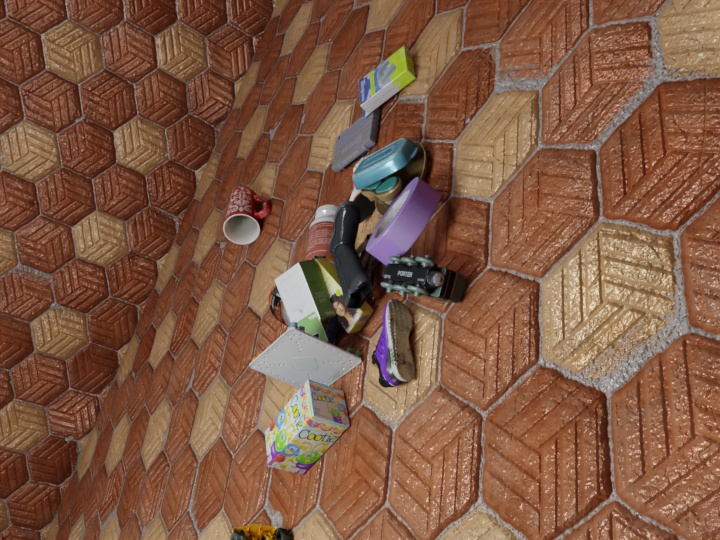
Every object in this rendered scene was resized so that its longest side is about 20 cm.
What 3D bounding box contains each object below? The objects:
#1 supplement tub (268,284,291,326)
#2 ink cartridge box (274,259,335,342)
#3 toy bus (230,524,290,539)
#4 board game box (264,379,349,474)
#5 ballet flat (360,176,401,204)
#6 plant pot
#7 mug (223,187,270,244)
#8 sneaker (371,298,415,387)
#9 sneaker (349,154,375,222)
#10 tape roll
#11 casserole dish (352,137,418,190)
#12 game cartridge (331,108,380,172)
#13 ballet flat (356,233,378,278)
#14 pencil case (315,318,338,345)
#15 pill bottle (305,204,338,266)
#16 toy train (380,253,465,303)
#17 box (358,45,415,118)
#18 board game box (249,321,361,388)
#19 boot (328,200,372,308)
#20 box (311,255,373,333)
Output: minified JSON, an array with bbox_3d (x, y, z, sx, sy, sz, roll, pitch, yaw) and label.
[{"bbox_3d":[-0.174,0.095,1.804,0.199,0.121,0.124,18,84,62],"label":"supplement tub"},{"bbox_3d":[-0.125,0.088,1.600,0.103,0.059,0.203,-31,76,40],"label":"ink cartridge box"},{"bbox_3d":[-0.217,0.685,1.463,0.199,0.134,0.196,18,100,63],"label":"toy bus"},{"bbox_3d":[-0.127,0.367,1.545,0.201,0.104,0.104,-51,33,27],"label":"board game box"},{"bbox_3d":[0.063,-0.193,1.622,0.069,0.063,0.200,-42,21,-8],"label":"ballet flat"},{"bbox_3d":[0.106,-0.226,1.667,0.199,0.027,0.203,-38,40,41],"label":"plant pot"},{"bbox_3d":[-0.417,-0.211,2.474,0.201,0.174,0.135,-99,7,-51],"label":"mug"},{"bbox_3d":[0.059,0.158,1.421,0.099,0.069,0.203,-41,37,41],"label":"sneaker"},{"bbox_3d":[0.006,-0.220,1.793,0.108,0.067,0.204,19,83,62],"label":"sneaker"},{"bbox_3d":[0.094,-0.109,1.487,0.201,0.065,0.200,-53,9,12],"label":"tape roll"},{"bbox_3d":[0.055,-0.269,1.650,0.198,0.039,0.122,-21,28,36],"label":"casserole dish"},{"bbox_3d":[-0.014,-0.386,1.980,0.199,0.038,0.132,-28,51,49],"label":"game cartridge"},{"bbox_3d":[0.000,0.000,1.637,0.072,0.071,0.203,19,86,61],"label":"ballet flat"},{"bbox_3d":[-0.082,0.106,1.688,0.078,0.085,0.203,77,-150,-77],"label":"pencil case"},{"bbox_3d":[-0.088,-0.072,1.793,0.112,0.111,0.203,-33,43,44],"label":"pill bottle"},{"bbox_3d":[0.125,0.020,1.366,0.199,0.113,0.087,5,77,61],"label":"toy train"},{"bbox_3d":[0.066,-0.540,1.907,0.199,0.047,0.123,-31,43,29],"label":"box"},{"bbox_3d":[-0.130,0.210,1.565,0.200,0.198,0.026,-41,33,37],"label":"board game box"},{"bbox_3d":[-0.019,-0.036,1.541,0.202,0.064,0.166,-105,22,-44],"label":"boot"},{"bbox_3d":[-0.058,0.055,1.611,0.200,0.050,0.076,47,119,27],"label":"box"}]
